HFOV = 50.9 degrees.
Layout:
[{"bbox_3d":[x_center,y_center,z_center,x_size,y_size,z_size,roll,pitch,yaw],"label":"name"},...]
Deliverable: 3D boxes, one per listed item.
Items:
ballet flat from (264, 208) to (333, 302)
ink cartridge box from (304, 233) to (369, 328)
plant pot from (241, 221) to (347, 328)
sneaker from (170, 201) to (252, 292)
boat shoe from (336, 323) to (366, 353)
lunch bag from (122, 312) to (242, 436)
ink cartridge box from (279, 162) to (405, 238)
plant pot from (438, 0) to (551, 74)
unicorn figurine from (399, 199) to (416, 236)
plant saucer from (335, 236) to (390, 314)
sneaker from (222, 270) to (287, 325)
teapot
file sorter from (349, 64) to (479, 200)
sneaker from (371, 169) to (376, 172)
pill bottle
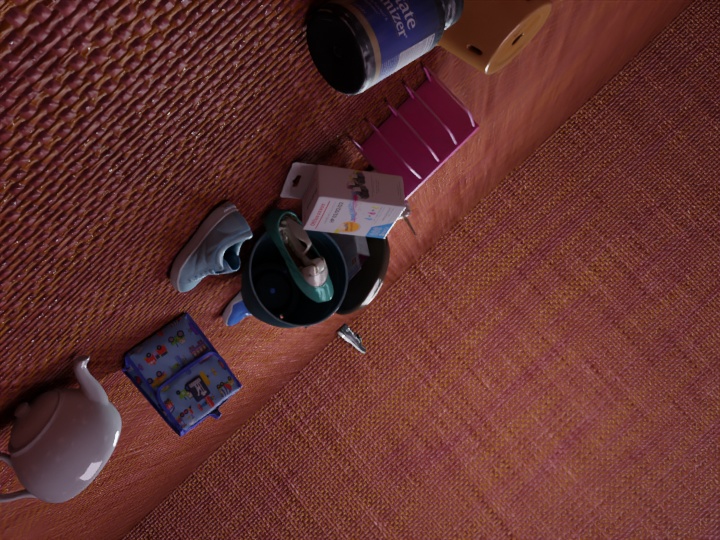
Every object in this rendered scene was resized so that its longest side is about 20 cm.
[{"bbox_3d":[-0.104,-0.025,1.381,0.067,0.201,0.070,-40,-167,-28],"label":"ballet flat"},{"bbox_3d":[-0.057,-0.002,1.592,0.043,0.201,0.197,24,124,-30],"label":"ink cartridge box"},{"bbox_3d":[-0.150,0.025,1.505,0.199,0.201,0.188,-38,-176,-26],"label":"plant pot"},{"bbox_3d":[-0.241,-0.015,1.223,0.074,0.082,0.200,-29,164,-51],"label":"sneaker"},{"bbox_3d":[-0.029,0.309,3.433,0.061,0.074,0.200,-52,127,-5],"label":"boat shoe"},{"bbox_3d":[-0.340,0.212,1.469,0.150,0.200,0.094,-37,170,-31],"label":"lunch bag"},{"bbox_3d":[-0.034,-0.120,1.324,0.197,0.069,0.115,6,152,-17],"label":"ink cartridge box"},{"bbox_3d":[0.193,-0.397,1.150,0.200,0.140,0.200,-41,172,-7],"label":"plant pot"},{"bbox_3d":[0.013,-0.138,1.491,0.135,0.200,0.075,-6,121,-22],"label":"unicorn figurine"},{"bbox_3d":[0.000,0.000,1.564,0.200,0.029,0.202,-41,-143,39],"label":"plant saucer"},{"bbox_3d":[-0.213,0.079,1.685,0.200,0.111,0.077,-44,171,10],"label":"sneaker"},{"bbox_3d":[-0.503,0.270,1.235,0.196,0.146,0.202,-25,-145,30],"label":"teapot"},{"bbox_3d":[0.096,-0.256,1.398,0.200,0.139,0.125,-44,168,8],"label":"file sorter"},{"bbox_3d":[0.050,-0.214,1.665,0.199,0.074,0.101,-28,144,-59],"label":"sneaker"},{"bbox_3d":[0.036,-0.312,0.953,0.199,0.112,0.112,-38,170,-29],"label":"pill bottle"}]
